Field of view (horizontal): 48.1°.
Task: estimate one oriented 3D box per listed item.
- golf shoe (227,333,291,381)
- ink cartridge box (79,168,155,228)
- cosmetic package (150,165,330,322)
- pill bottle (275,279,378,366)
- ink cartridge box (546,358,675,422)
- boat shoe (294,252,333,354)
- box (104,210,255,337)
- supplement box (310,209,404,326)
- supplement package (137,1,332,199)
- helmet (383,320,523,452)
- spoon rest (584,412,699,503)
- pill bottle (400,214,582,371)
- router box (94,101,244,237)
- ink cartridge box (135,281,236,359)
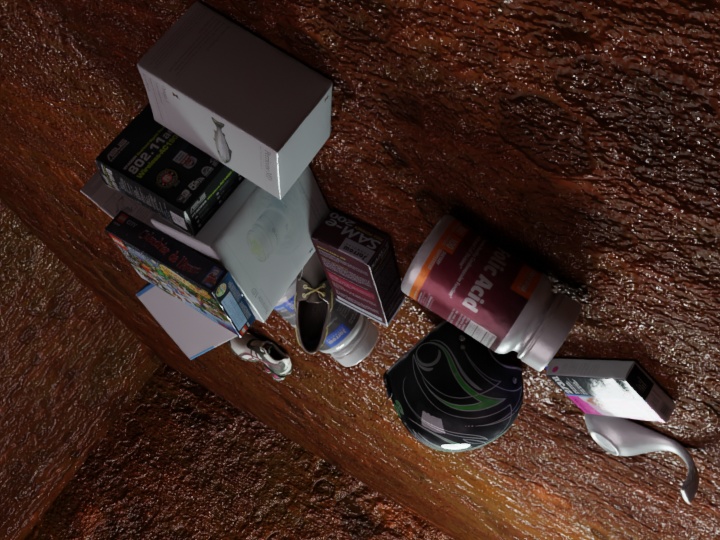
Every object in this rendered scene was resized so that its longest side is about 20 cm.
[{"bbox_3d":[-0.266,0.210,2.162,0.199,0.077,0.088,29,139,11],"label":"golf shoe"},{"bbox_3d":[-0.306,-0.131,1.258,0.176,0.200,0.045,42,156,-15],"label":"ink cartridge box"},{"bbox_3d":[-0.159,-0.070,1.158,0.122,0.200,0.200,24,158,29],"label":"cosmetic package"},{"bbox_3d":[-0.066,0.076,1.453,0.200,0.114,0.114,44,158,-23],"label":"pill bottle"},{"bbox_3d":[0.331,0.163,1.126,0.095,0.037,0.200,43,161,-18],"label":"ink cartridge box"},{"bbox_3d":[-0.077,0.042,1.339,0.071,0.201,0.060,3,-155,-8],"label":"boat shoe"},{"bbox_3d":[-0.248,0.006,1.120,0.199,0.038,0.137,27,159,23],"label":"box"},{"bbox_3d":[0.000,0.000,1.257,0.108,0.061,0.200,26,159,23],"label":"supplement box"},{"bbox_3d":[-0.145,-0.202,0.964,0.199,0.118,0.117,32,159,10],"label":"supplement package"},{"bbox_3d":[0.153,0.190,1.272,0.191,0.200,0.200,50,162,10],"label":"helmet"},{"bbox_3d":[0.414,0.258,1.188,0.200,0.061,0.100,34,164,48],"label":"spoon rest"},{"bbox_3d":[0.160,0.029,0.988,0.199,0.114,0.114,32,160,9],"label":"pill bottle"},{"bbox_3d":[-0.219,-0.162,1.048,0.149,0.200,0.062,29,156,17],"label":"router box"},{"bbox_3d":[-0.235,0.016,1.349,0.146,0.200,0.146,-27,106,41],"label":"ink cartridge box"}]
